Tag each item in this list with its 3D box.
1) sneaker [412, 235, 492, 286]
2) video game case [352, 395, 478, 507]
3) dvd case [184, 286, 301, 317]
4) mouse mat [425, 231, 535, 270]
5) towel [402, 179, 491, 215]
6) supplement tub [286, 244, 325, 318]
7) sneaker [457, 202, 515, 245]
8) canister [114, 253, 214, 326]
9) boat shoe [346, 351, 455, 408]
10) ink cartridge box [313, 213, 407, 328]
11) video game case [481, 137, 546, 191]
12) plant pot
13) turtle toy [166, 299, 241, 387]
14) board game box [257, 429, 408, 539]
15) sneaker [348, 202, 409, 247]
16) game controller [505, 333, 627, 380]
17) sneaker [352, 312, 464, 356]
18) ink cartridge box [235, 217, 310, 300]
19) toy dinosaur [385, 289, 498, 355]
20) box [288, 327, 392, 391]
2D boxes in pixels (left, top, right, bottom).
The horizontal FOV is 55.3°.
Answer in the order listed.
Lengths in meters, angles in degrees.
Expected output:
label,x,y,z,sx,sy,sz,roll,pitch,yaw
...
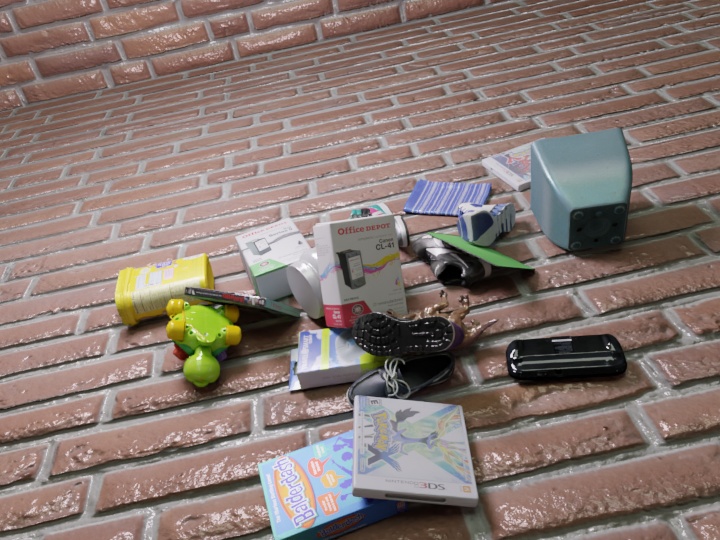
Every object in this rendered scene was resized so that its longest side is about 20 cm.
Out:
label,x,y,z,sx,sy,sz,roll,pitch,yaw
sneaker,0.175,-0.019,1.460,0.200,0.067,0.090,25,46,38
video game case,0.079,0.272,1.057,0.181,0.022,0.200,6,30,-3
dvd case,-0.243,0.066,1.423,0.199,0.146,0.022,6,80,24
mouse mat,0.249,-0.041,1.433,0.200,0.008,0.160,28,16,39
towel,0.218,-0.184,1.722,0.199,0.024,0.145,5,39,23
supplement tub,-0.038,0.000,1.430,0.199,0.146,0.145,-29,38,-24
sneaker,0.256,-0.107,1.544,0.115,0.081,0.199,5,16,38
canister,-0.437,0.039,1.551,0.199,0.087,0.149,-13,34,-4
boat shoe,0.071,0.187,1.189,0.199,0.062,0.075,-14,66,-7
ink cartridge box,0.000,0.000,1.322,0.147,0.201,0.086,-10,6,-27
video game case,0.447,-0.280,1.790,0.199,0.023,0.182,-20,35,-12
plant pot,0.480,-0.154,1.463,0.195,0.197,0.201,-8,44,5
turtle toy,-0.312,0.140,1.349,0.145,0.102,0.200,8,29,-18
board game box,-0.046,0.330,1.049,0.199,0.045,0.152,-19,35,-9
sneaker,0.030,-0.098,1.601,0.120,0.084,0.200,-16,26,-14
game controller,0.356,0.150,1.199,0.199,0.042,0.104,-4,21,11
sneaker,0.084,0.118,1.208,0.199,0.076,0.087,2,-8,30
ink cartridge box,-0.191,-0.025,1.566,0.145,0.084,0.200,-20,35,-13
toy dinosaur,0.148,0.112,1.271,0.199,0.086,0.136,12,42,23
box,-0.040,0.158,1.292,0.199,0.048,0.122,-9,34,4
